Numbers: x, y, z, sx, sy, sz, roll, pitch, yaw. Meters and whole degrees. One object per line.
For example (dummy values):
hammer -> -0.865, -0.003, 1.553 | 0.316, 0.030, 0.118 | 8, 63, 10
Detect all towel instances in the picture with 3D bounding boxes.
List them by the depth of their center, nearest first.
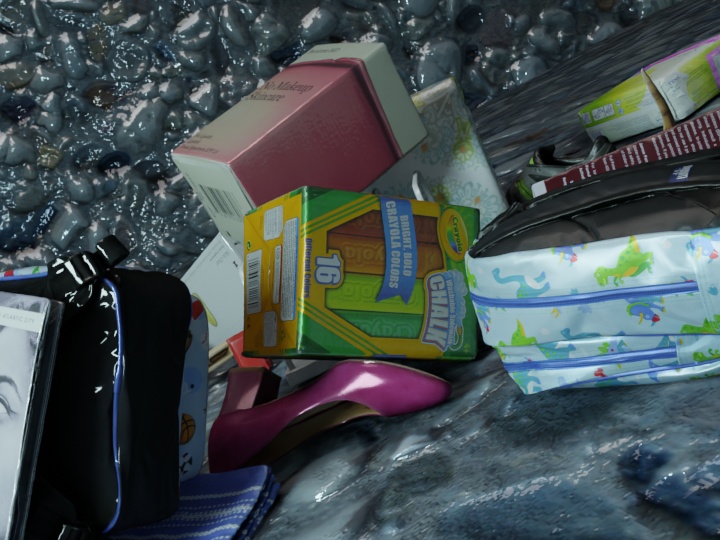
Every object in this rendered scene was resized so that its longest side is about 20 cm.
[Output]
towel -> -0.149, 0.185, 0.579 | 0.145, 0.024, 0.200 | -7, 16, 18
towel -> 0.065, -0.086, 0.993 | 0.171, 0.200, 0.048 | -22, 6, 18

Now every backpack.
backpack -> 0.160, -0.001, 0.536 | 0.200, 0.154, 0.163 | 2, 25, 23
backpack -> -0.204, 0.080, 0.621 | 0.190, 0.200, 0.154 | 3, -5, 25

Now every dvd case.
dvd case -> -0.244, 0.110, 0.548 | 0.149, 0.200, 0.016 | 5, -6, 39

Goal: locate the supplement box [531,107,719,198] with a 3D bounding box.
supplement box -> 0.240, -0.057, 0.652 | 0.200, 0.061, 0.109 | -23, -27, 25

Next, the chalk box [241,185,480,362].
chalk box -> 0.018, 0.012, 0.729 | 0.200, 0.125, 0.124 | 3, -7, -27

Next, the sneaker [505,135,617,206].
sneaker -> 0.201, -0.095, 1.010 | 0.199, 0.083, 0.071 | -21, 11, 33

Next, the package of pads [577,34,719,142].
package of pads -> 0.427, -0.252, 1.263 | 0.200, 0.068, 0.154 | -34, 11, -32

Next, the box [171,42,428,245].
box -> -0.057, -0.121, 0.868 | 0.200, 0.109, 0.128 | -42, 31, -21

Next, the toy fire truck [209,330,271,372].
toy fire truck -> -0.186, 0.112, 1.069 | 0.141, 0.049, 0.200 | -29, 9, -11

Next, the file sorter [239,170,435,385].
file sorter -> 0.000, 0.000, 0.900 | 0.200, 0.125, 0.139 | -25, 12, 10

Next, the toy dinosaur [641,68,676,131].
toy dinosaur -> 0.237, -0.067, 0.736 | 0.106, 0.060, 0.200 | -8, -40, -27

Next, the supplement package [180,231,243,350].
supplement package -> -0.130, 0.003, 1.161 | 0.156, 0.111, 0.200 | -37, -3, -38

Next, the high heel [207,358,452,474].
high heel -> -0.026, 0.121, 0.677 | 0.200, 0.067, 0.096 | -7, 63, 32
